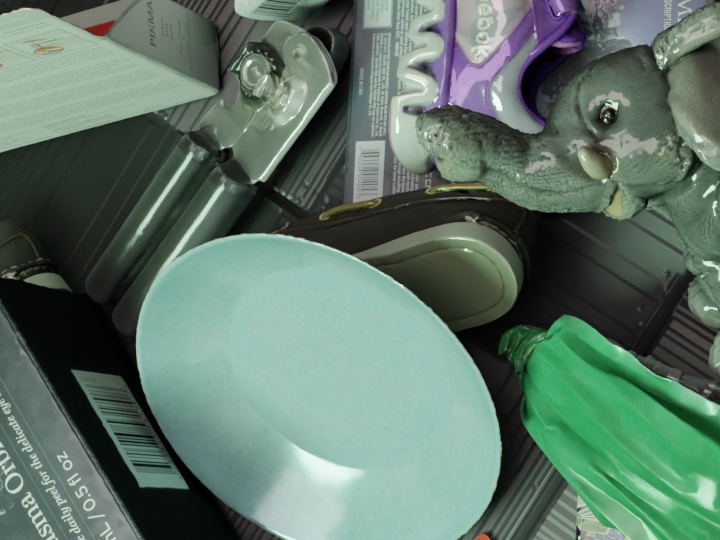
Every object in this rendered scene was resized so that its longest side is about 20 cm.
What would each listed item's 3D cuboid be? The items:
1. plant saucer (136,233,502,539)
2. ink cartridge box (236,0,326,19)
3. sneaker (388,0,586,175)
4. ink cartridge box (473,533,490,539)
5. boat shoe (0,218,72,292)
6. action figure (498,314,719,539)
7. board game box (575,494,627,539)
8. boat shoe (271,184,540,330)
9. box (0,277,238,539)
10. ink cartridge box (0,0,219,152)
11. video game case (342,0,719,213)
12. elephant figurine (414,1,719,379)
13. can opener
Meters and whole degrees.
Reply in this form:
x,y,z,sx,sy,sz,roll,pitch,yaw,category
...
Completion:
x,y,z,sx,sy,sz,roll,pitch,yaw,category
-0.017,0.058,1.053,0.201,0.039,0.201,15,129,19,plant saucer
-0.022,-0.249,1.087,0.163,0.057,0.200,151,115,-65,ink cartridge box
0.074,-0.143,1.053,0.088,0.080,0.200,8,89,18,sneaker
0.028,0.254,1.036,0.200,0.057,0.163,-46,66,16,ink cartridge box
-0.256,0.050,1.187,0.201,0.072,0.061,-36,70,6,boat shoe
0.135,0.082,0.982,0.200,0.055,0.118,41,122,36,action figure
0.201,0.119,0.995,0.200,0.023,0.105,1,79,25,board game box
0.000,0.000,1.080,0.201,0.072,0.061,-8,33,32,boat shoe
-0.194,0.143,1.114,0.200,0.117,0.197,-39,70,14,box
-0.189,-0.116,1.113,0.161,0.200,0.050,-12,76,21,ink cartridge box
0.088,-0.101,1.087,0.200,0.019,0.143,0,81,23,video game case
0.154,-0.058,0.960,0.200,0.155,0.142,45,121,-4,elephant figurine
-0.071,-0.049,1.137,0.053,0.067,0.200,47,114,23,can opener
